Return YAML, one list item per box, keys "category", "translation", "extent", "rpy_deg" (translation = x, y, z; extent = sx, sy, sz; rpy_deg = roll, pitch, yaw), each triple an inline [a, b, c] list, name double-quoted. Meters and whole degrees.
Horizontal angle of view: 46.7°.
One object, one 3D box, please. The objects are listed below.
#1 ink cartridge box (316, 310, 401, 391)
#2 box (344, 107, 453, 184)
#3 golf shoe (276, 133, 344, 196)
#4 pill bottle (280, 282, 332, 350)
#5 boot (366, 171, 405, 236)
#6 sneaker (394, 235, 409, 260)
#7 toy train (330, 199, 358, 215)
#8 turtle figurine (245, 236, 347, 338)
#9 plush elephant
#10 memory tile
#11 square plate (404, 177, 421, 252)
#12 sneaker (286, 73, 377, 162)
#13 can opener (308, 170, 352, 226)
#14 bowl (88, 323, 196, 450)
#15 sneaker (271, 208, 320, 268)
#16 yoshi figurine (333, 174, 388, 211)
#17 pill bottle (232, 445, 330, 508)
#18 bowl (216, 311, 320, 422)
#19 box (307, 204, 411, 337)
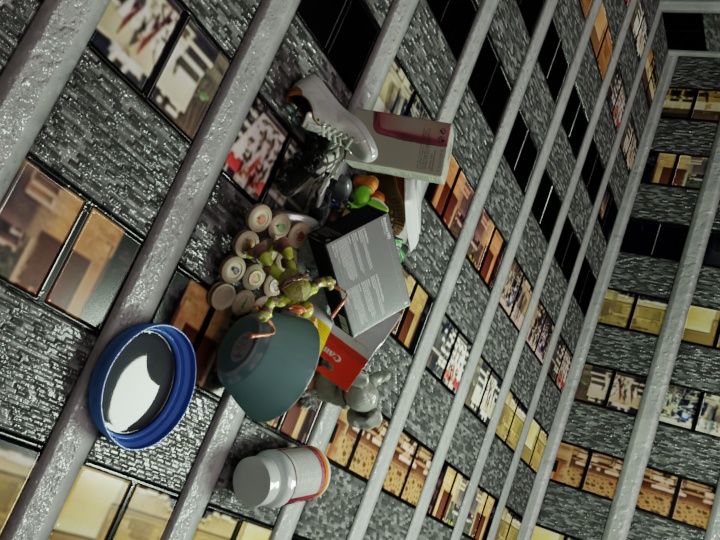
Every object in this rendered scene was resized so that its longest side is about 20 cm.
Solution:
- category: "ink cartridge box"
  translation: [-0.033, 0.117, 1.676]
  extent: [0.200, 0.162, 0.057]
  rpy_deg: [-51, 174, -40]
- category: "box"
  translation: [0.081, -0.248, 1.669]
  extent: [0.128, 0.199, 0.110]
  rpy_deg: [2, 99, -82]
- category: "golf shoe"
  translation: [-0.082, -0.189, 1.570]
  extent: [0.200, 0.077, 0.095]
  rpy_deg: [-53, 141, -34]
- category: "pill bottle"
  translation: [-0.118, 0.128, 1.591]
  extent: [0.201, 0.104, 0.104]
  rpy_deg: [-66, 147, -19]
- category: "boot"
  translation: [0.074, -0.180, 1.821]
  extent: [0.107, 0.075, 0.201]
  rpy_deg: [-37, 122, -56]
- category: "sneaker"
  translation: [0.055, -0.035, 1.826]
  extent: [0.086, 0.078, 0.200]
  rpy_deg: [-70, 158, -6]
- category: "toy train"
  translation: [-0.012, -0.096, 1.640]
  extent: [0.046, 0.200, 0.034]
  rpy_deg: [-40, 171, -4]
- category: "turtle figurine"
  translation: [-0.127, 0.024, 1.407]
  extent: [0.199, 0.162, 0.064]
  rpy_deg: [-24, 160, -28]
- category: "plush elephant"
  translation: [-0.013, 0.239, 1.750]
  extent: [0.200, 0.154, 0.166]
  rpy_deg: [-46, 137, -42]
- category: "memory tile"
  translation: [-0.177, -0.011, 1.471]
  extent: [0.153, 0.017, 0.201]
  rpy_deg: [24, 93, -48]
- category: "square plate"
  translation: [0.116, -0.175, 1.835]
  extent: [0.200, 0.028, 0.199]
  rpy_deg: [77, 14, -59]
- category: "sneaker"
  translation: [-0.058, -0.260, 1.518]
  extent: [0.085, 0.200, 0.073]
  rpy_deg: [-42, 176, -29]
- category: "can opener"
  translation: [-0.064, -0.127, 1.552]
  extent: [0.053, 0.066, 0.200]
  rpy_deg: [-63, -177, -18]
- category: "bowl"
  translation: [-0.341, 0.179, 1.309]
  extent: [0.200, 0.039, 0.202]
  rpy_deg: [-27, 122, -52]
- category: "sneaker"
  translation: [-0.110, -0.059, 1.577]
  extent: [0.200, 0.070, 0.081]
  rpy_deg: [35, 73, -57]
- category: "yoshi figurine"
  translation: [-0.019, -0.096, 1.716]
  extent: [0.112, 0.112, 0.201]
  rpy_deg: [-53, -164, 53]
- category: "pill bottle"
  translation: [-0.152, 0.402, 1.624]
  extent: [0.200, 0.109, 0.110]
  rpy_deg: [12, 90, -59]
- category: "bowl"
  translation: [-0.175, 0.150, 1.452]
  extent: [0.105, 0.200, 0.202]
  rpy_deg: [36, 68, -32]
- category: "box"
  translation: [0.000, 0.000, 1.550]
  extent: [0.141, 0.079, 0.201]
  rpy_deg: [-26, 119, -21]
